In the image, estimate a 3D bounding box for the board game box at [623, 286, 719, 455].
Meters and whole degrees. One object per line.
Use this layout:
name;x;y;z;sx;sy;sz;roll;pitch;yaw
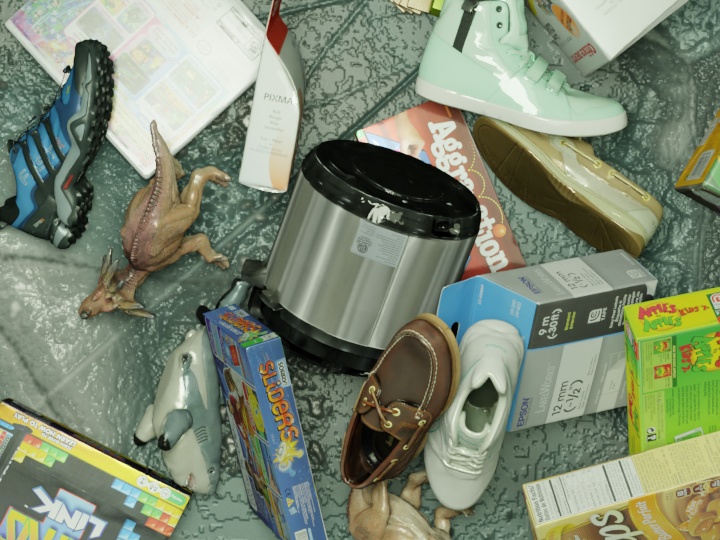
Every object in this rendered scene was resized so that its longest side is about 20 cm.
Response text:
board game box;0.299;0.111;1.688;0.101;0.048;0.200;-11;130;-3

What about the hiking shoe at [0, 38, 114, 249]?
hiking shoe;-0.284;-0.120;1.693;0.087;0.074;0.200;15;103;3

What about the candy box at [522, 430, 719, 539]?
candy box;0.258;0.226;1.705;0.200;0.055;0.116;-16;134;0

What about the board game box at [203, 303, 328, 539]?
board game box;-0.087;0.141;1.660;0.034;0.135;0.200;-18;108;-17

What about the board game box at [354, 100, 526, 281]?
board game box;0.080;-0.059;1.750;0.103;0.019;0.200;-24;91;-3

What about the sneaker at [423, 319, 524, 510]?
sneaker;0.094;0.141;1.623;0.070;0.080;0.201;13;124;3

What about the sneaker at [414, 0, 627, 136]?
sneaker;0.158;-0.195;1.688;0.200;0.074;0.118;14;109;3

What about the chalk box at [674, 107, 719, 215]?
chalk box;0.419;-0.082;1.713;0.200;0.125;0.124;28;89;-3

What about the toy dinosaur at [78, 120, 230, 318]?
toy dinosaur;-0.192;-0.031;1.669;0.086;0.200;0.136;33;49;21

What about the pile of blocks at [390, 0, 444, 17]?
pile of blocks;0.048;-0.294;1.726;0.200;0.062;0.082;40;88;-2

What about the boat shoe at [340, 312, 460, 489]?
boat shoe;0.031;0.121;1.593;0.070;0.200;0.070;-29;59;-36

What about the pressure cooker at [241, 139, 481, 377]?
pressure cooker;-0.001;0.001;1.659;0.176;0.178;0.200;34;115;34

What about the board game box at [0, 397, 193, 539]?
board game box;-0.282;0.237;1.717;0.200;0.057;0.166;26;88;-2

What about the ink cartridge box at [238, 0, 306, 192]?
ink cartridge box;-0.064;-0.185;1.652;0.050;0.162;0.200;14;105;-3

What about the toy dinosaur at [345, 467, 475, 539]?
toy dinosaur;0.035;0.256;1.723;0.200;0.086;0.136;51;124;14

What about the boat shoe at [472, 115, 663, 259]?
boat shoe;0.196;-0.090;1.733;0.200;0.074;0.066;40;61;9

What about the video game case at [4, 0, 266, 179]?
video game case;-0.203;-0.220;1.736;0.182;0.024;0.200;-42;93;-1

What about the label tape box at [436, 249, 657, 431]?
label tape box;0.161;0.069;1.663;0.200;0.066;0.144;-11;127;-29

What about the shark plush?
shark plush;-0.148;0.107;1.737;0.083;0.091;0.200;21;68;-21

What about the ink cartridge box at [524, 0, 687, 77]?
ink cartridge box;0.210;-0.302;1.691;0.145;0.145;0.200;-41;91;-2
